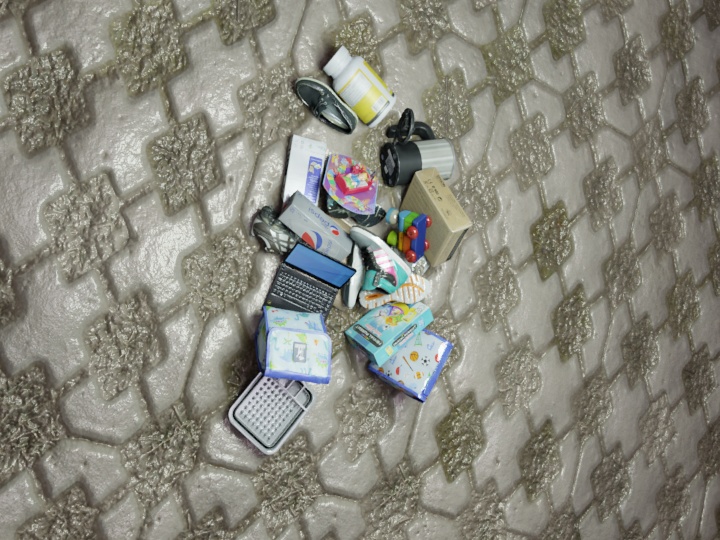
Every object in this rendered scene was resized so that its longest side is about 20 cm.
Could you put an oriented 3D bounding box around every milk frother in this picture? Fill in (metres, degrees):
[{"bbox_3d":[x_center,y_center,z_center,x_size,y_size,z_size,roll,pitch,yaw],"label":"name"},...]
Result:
[{"bbox_3d":[0.167,-0.336,1.558,0.182,0.199,0.188,-11,90,-22],"label":"milk frother"}]

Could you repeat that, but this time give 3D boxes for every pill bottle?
[{"bbox_3d":[-0.005,-0.492,1.531,0.199,0.111,0.113,43,75,-17],"label":"pill bottle"}]

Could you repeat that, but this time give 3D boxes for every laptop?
[{"bbox_3d":[-0.130,0.050,1.458,0.173,0.103,0.206,25,91,-17],"label":"laptop"}]

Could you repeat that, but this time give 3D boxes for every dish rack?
[{"bbox_3d":[-0.226,0.342,1.470,0.172,0.043,0.201,46,73,-17],"label":"dish rack"}]

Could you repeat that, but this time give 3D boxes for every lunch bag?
[{"bbox_3d":[-0.164,0.191,1.403,0.164,0.202,0.131,10,122,-20],"label":"lunch bag"},{"bbox_3d":[0.144,0.245,1.538,0.123,0.197,0.174,39,75,-34],"label":"lunch bag"}]

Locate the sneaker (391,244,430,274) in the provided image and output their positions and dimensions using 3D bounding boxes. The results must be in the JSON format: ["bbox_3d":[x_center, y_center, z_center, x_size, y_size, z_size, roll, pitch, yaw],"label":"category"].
[{"bbox_3d":[0.144,-0.052,1.614,0.115,0.073,0.203,40,76,-21],"label":"sneaker"}]

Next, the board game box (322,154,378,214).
[{"bbox_3d":[-0.015,-0.241,1.505,0.154,0.039,0.204,25,44,-17],"label":"board game box"}]

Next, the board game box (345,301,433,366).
[{"bbox_3d":[0.076,0.148,1.538,0.198,0.150,0.048,-37,123,-18],"label":"board game box"}]

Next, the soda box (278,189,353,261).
[{"bbox_3d":[-0.111,-0.106,1.457,0.198,0.063,0.069,40,33,-20],"label":"soda box"}]

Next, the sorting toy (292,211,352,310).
[{"bbox_3d":[-0.066,-0.026,1.548,0.183,0.036,0.204,36,81,-19],"label":"sorting toy"}]

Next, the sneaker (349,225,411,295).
[{"bbox_3d":[0.027,-0.009,1.460,0.198,0.083,0.122,40,70,-11],"label":"sneaker"}]

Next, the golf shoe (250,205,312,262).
[{"bbox_3d":[-0.192,-0.072,1.472,0.199,0.078,0.095,40,112,-9],"label":"golf shoe"}]

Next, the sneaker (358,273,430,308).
[{"bbox_3d":[0.093,0.053,1.553,0.192,0.077,0.082,-8,89,6],"label":"sneaker"}]

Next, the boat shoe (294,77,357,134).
[{"bbox_3d":[-0.091,-0.424,1.508,0.197,0.074,0.068,36,41,-26],"label":"boat shoe"}]

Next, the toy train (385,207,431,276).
[{"bbox_3d":[0.119,-0.066,1.538,0.084,0.113,0.206,-36,139,-40],"label":"toy train"}]

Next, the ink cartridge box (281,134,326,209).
[{"bbox_3d":[-0.151,-0.242,1.507,0.096,0.039,0.208,11,84,-23],"label":"ink cartridge box"}]

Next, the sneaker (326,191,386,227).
[{"bbox_3d":[-0.010,-0.184,1.547,0.196,0.078,0.088,14,43,-40],"label":"sneaker"}]

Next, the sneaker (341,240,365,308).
[{"bbox_3d":[0.000,0.000,1.519,0.078,0.070,0.208,12,89,-23],"label":"sneaker"}]

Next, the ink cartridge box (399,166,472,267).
[{"bbox_3d":[0.197,-0.143,1.547,0.073,0.166,0.204,-18,66,-24],"label":"ink cartridge box"}]
